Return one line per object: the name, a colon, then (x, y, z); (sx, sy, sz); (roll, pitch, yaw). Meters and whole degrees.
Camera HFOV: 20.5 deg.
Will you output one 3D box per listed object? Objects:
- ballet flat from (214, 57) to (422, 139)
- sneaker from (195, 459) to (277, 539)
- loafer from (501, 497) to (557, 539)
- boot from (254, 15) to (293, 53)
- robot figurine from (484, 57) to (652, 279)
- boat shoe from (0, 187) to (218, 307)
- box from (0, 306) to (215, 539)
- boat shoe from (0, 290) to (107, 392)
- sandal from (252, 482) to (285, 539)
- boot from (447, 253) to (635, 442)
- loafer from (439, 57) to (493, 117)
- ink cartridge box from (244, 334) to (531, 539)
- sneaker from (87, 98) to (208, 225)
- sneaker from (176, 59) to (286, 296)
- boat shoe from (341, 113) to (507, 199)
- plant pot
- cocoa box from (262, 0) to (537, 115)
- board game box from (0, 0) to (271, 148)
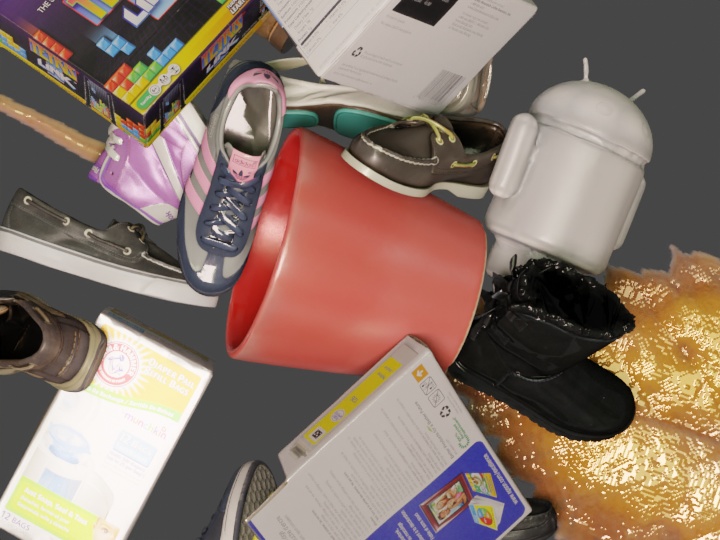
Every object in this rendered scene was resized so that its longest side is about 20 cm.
ballet flat: (-0.025, -0.150, 1.708); (0.198, 0.069, 0.070); (6, 91, -2)
sneaker: (-0.153, 0.255, 1.702); (0.145, 0.077, 0.204); (-4, 56, 28)
loafer: (0.072, 0.203, 1.715); (0.198, 0.068, 0.071); (2, 101, 1)
boot: (-0.038, -0.289, 1.699); (0.075, 0.074, 0.201); (37, 92, 7)
robot figurine: (0.177, -0.075, 1.689); (0.169, 0.112, 0.202); (23, 90, -43)
boat shoe: (-0.213, -0.018, 1.698); (0.198, 0.069, 0.057); (17, 90, -1)
box: (-0.215, 0.143, 1.684); (0.112, 0.101, 0.201); (29, 90, -4)
boat shoe: (-0.292, 0.046, 1.643); (0.073, 0.199, 0.075); (31, 74, -45)
sandal: (-0.049, 0.266, 1.656); (0.086, 0.079, 0.202); (-10, 55, 30)
boot: (0.175, 0.066, 1.657); (0.197, 0.162, 0.074); (23, 58, -14)
loafer: (0.091, -0.232, 1.716); (0.071, 0.063, 0.202); (6, 88, 30)
ink cartridge box: (0.020, 0.189, 1.611); (0.200, 0.047, 0.198); (-40, 124, -10)
sneaker: (-0.200, -0.134, 1.694); (0.114, 0.073, 0.202); (-31, 91, 4)
sneaker: (-0.108, -0.074, 1.637); (0.069, 0.082, 0.202); (10, 96, -11)
boat shoe: (0.056, -0.102, 1.639); (0.072, 0.200, 0.061); (41, 111, 24)
plant pot: (0.000, 0.000, 1.655); (0.176, 0.200, 0.203); (17, 91, -12)
cocoa box: (0.023, -0.229, 1.602); (0.133, 0.199, 0.132); (-45, 66, 19)
board game box: (-0.176, -0.224, 1.633); (0.165, 0.057, 0.200); (34, 66, 13)
